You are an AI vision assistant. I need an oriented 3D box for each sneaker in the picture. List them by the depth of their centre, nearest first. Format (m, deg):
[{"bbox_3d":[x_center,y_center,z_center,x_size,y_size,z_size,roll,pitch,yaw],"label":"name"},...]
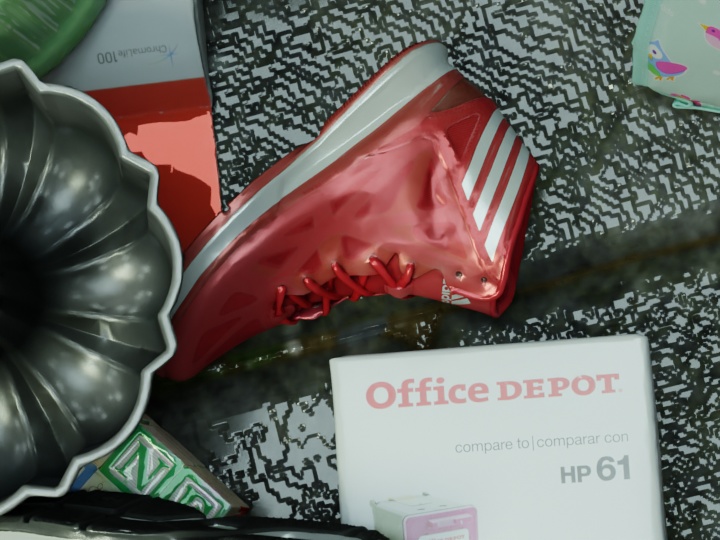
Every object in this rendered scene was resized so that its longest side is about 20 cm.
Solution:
[{"bbox_3d":[-0.083,0.161,1.138,0.199,0.076,0.116,6,98,20],"label":"sneaker"},{"bbox_3d":[0.000,0.000,1.205,0.116,0.078,0.200,45,92,11],"label":"sneaker"}]

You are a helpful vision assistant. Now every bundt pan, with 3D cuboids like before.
[{"bbox_3d":[-0.171,0.012,1.163,0.200,0.076,0.203,0,82,4],"label":"bundt pan"}]

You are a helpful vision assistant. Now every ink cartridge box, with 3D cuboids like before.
[{"bbox_3d":[0.065,0.132,1.178,0.143,0.085,0.201,-5,82,7],"label":"ink cartridge box"},{"bbox_3d":[-0.152,-0.104,1.250,0.161,0.057,0.201,-7,78,6],"label":"ink cartridge box"}]

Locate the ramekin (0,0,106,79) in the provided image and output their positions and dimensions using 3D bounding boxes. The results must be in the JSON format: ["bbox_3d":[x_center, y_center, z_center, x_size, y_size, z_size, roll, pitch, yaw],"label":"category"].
[{"bbox_3d":[-0.210,-0.173,1.193,0.199,0.098,0.202,-1,84,8],"label":"ramekin"}]

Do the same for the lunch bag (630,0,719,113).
[{"bbox_3d":[0.213,-0.143,1.160,0.169,0.201,0.122,15,42,7],"label":"lunch bag"}]

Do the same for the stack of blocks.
[{"bbox_3d":[-0.102,0.141,1.210,0.200,0.059,0.115,41,90,10],"label":"stack of blocks"}]
